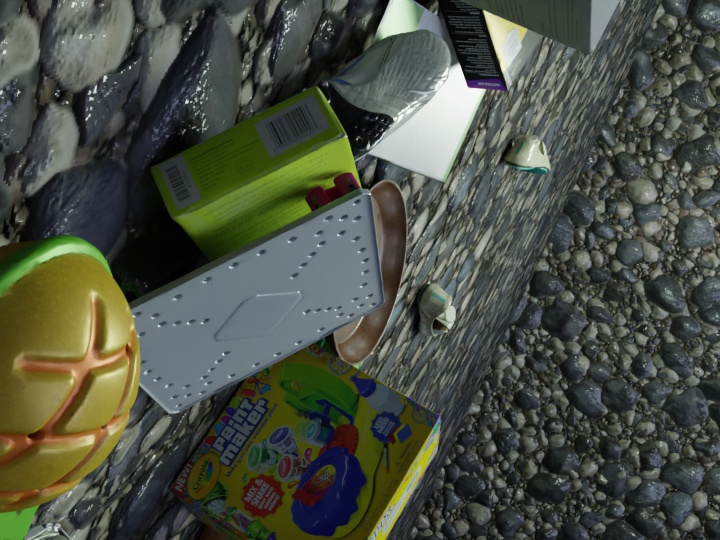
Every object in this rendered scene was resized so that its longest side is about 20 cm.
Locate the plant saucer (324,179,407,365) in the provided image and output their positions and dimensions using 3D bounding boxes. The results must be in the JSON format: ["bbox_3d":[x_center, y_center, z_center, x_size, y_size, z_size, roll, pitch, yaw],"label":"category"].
[{"bbox_3d":[0.000,0.000,0.942,0.200,0.034,0.202,13,90,-68],"label":"plant saucer"}]

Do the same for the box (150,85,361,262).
[{"bbox_3d":[-0.058,-0.041,0.636,0.121,0.048,0.200,-27,160,-2],"label":"box"}]

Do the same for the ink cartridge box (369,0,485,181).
[{"bbox_3d":[0.046,-0.175,0.850,0.199,0.048,0.146,11,107,-52],"label":"ink cartridge box"}]

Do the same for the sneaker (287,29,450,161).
[{"bbox_3d":[-0.005,-0.131,0.714,0.200,0.072,0.072,-38,-172,-32],"label":"sneaker"}]

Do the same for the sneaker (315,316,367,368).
[{"bbox_3d":[-0.038,0.128,1.048,0.084,0.074,0.201,-28,134,-66],"label":"sneaker"}]

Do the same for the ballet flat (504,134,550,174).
[{"bbox_3d":[0.311,-0.212,1.602,0.070,0.069,0.200,-65,164,11],"label":"ballet flat"}]

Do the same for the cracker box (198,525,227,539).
[{"bbox_3d":[-0.090,0.291,1.060,0.200,0.058,0.135,17,102,-54],"label":"cracker box"}]

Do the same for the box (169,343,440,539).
[{"bbox_3d":[-0.050,0.203,0.902,0.201,0.192,0.122,-56,163,-22],"label":"box"}]

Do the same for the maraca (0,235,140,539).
[{"bbox_3d":[-0.170,0.069,0.451,0.137,0.107,0.201,-48,159,-43],"label":"maraca"}]

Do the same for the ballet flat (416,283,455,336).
[{"bbox_3d":[0.132,0.081,1.518,0.068,0.062,0.200,-58,164,-12],"label":"ballet flat"}]

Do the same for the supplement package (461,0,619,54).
[{"bbox_3d":[0.080,-0.261,0.526,0.148,0.199,0.191,-63,165,1],"label":"supplement package"}]

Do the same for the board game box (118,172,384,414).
[{"bbox_3d":[-0.079,0.024,0.646,0.199,0.026,0.200,-27,157,-7],"label":"board game box"}]

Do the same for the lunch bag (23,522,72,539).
[{"bbox_3d":[-0.197,0.278,0.560,0.168,0.199,0.140,-44,160,-38],"label":"lunch bag"}]

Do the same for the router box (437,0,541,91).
[{"bbox_3d":[0.143,-0.294,0.837,0.201,0.051,0.149,-57,140,-26],"label":"router box"}]
